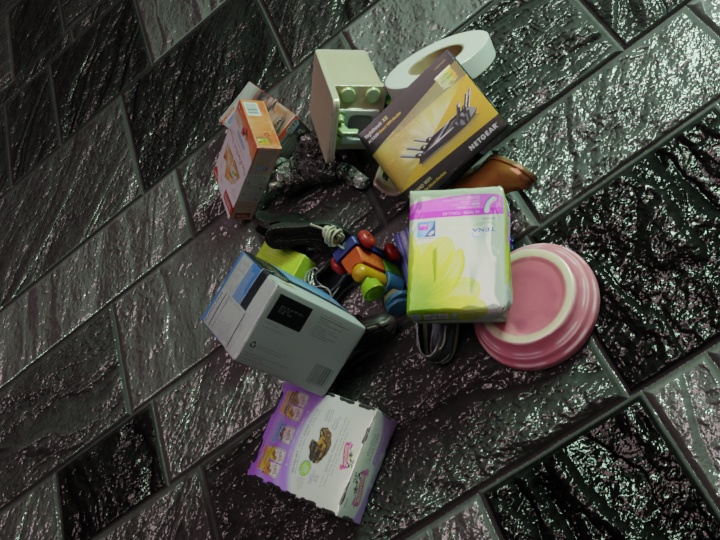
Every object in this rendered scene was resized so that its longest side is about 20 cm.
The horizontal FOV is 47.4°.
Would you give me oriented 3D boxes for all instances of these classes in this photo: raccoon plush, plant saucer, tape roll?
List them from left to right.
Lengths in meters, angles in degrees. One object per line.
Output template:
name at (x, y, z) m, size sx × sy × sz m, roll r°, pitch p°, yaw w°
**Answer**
raccoon plush at (-0.093, -0.173, 1.565) m, size 0.200 × 0.096 × 0.135 m, roll 41°, pitch 99°, yaw 41°
tape roll at (0.136, -0.351, 1.422) m, size 0.200 × 0.037 × 0.204 m, roll -24°, pitch 26°, yaw 13°
plant saucer at (0.254, 0.046, 1.225) m, size 0.198 × 0.051 × 0.204 m, roll -16°, pitch 58°, yaw 26°

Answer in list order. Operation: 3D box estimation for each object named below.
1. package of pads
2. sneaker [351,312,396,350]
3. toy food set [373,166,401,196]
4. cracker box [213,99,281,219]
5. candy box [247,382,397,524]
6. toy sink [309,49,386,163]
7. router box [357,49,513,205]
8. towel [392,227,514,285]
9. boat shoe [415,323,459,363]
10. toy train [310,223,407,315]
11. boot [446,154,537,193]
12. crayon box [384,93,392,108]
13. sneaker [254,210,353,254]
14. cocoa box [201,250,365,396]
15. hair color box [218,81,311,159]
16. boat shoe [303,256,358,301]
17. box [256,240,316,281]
package of pads at (0.149, -0.022, 1.222) m, size 0.152 × 0.068 × 0.204 m, roll -2°, pitch 71°, yaw 15°
sneaker at (-0.031, 0.097, 1.379) m, size 0.197 × 0.075 × 0.080 m, roll -19°, pitch 54°, yaw 25°
toy food set at (0.117, -0.211, 1.407) m, size 0.198 × 0.061 × 0.144 m, roll -30°, pitch 16°, yaw 19°
cracker box at (-0.227, -0.217, 1.624) m, size 0.201 × 0.057 × 0.135 m, roll -60°, pitch 43°, yaw 43°
candy box at (-0.061, 0.282, 1.301) m, size 0.198 × 0.071 × 0.170 m, roll 12°, pitch 73°, yaw 39°
toy sink at (-0.021, -0.303, 1.516) m, size 0.110 × 0.132 × 0.201 m, roll -2°, pitch 39°, yaw -13°
router box at (0.117, -0.220, 1.307) m, size 0.200 × 0.052 × 0.158 m, roll -42°, pitch 78°, yaw 17°
towel at (0.151, -0.050, 1.367) m, size 0.198 × 0.024 × 0.146 m, roll -29°, pitch 51°, yaw 19°
boat shoe at (0.120, 0.043, 1.275) m, size 0.072 × 0.061 × 0.204 m, roll 1°, pitch 85°, yaw 31°
toy train at (0.000, 0.000, 1.326) m, size 0.085 × 0.199 × 0.117 m, roll -43°, pitch 51°, yaw 21°
boot at (0.183, -0.100, 1.316) m, size 0.199 × 0.073 × 0.157 m, roll 6°, pitch 66°, yaw 53°
crayon box at (0.121, -0.293, 1.435) m, size 0.126 × 0.051 × 0.200 m, roll -30°, pitch 27°, yaw -1°
sneaker at (-0.106, -0.076, 1.526) m, size 0.196 × 0.061 × 0.104 m, roll 2°, pitch 21°, yaw 4°
cocoa box at (-0.119, 0.082, 1.274) m, size 0.135 × 0.199 × 0.131 m, roll -57°, pitch 42°, yaw 4°
hair color box at (-0.204, -0.306, 1.729) m, size 0.111 × 0.064 × 0.200 m, roll -51°, pitch 50°, yaw 0°
boat shoe at (-0.061, 0.027, 1.446) m, size 0.199 × 0.062 × 0.075 m, roll -40°, pitch 50°, yaw 10°
box at (-0.178, 0.049, 1.526) m, size 0.121 × 0.048 × 0.202 m, roll 23°, pitch 80°, yaw 41°
